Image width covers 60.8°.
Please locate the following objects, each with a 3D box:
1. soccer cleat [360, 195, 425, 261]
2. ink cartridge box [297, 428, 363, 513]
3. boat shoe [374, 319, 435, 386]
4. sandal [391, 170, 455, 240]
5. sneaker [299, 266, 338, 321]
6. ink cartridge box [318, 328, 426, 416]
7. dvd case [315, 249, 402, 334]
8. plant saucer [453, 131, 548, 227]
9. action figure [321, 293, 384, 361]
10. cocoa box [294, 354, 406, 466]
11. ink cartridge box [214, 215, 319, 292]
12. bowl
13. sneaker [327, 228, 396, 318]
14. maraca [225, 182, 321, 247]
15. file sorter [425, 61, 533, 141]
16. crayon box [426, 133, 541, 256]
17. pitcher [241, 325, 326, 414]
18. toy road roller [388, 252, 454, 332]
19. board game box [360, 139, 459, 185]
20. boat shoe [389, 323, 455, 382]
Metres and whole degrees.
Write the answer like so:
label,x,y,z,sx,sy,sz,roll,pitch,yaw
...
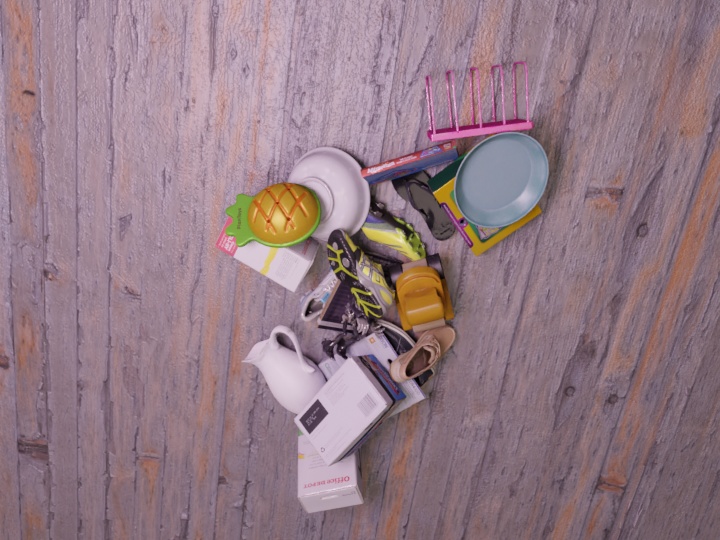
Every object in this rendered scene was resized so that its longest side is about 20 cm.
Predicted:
label,x,y,z,sx,sy,sz,roll,pitch,yaw
soccer cleat,0.061,-0.082,1.362,0.199,0.065,0.084,39,129,-12
ink cartridge box,-0.072,0.452,1.459,0.141,0.203,0.089,-13,131,6
boat shoe,0.096,0.193,1.433,0.201,0.074,0.063,48,65,-15
sandal,0.141,-0.152,1.335,0.076,0.043,0.201,-39,103,15
sneaker,-0.065,0.045,1.389,0.075,0.087,0.201,40,104,-8
ink cartridge box,0.029,0.254,1.450,0.198,0.043,0.199,-32,97,24
dvd case,-0.002,0.052,1.383,0.146,0.016,0.203,12,112,-41
plant saucer,0.275,-0.183,1.220,0.194,0.036,0.205,-5,122,-8
action figure,0.003,0.109,1.344,0.118,0.102,0.202,19,110,-52
cocoa box,-0.021,0.303,1.351,0.201,0.131,0.134,-48,69,14
ink cartridge box,-0.197,-0.056,1.329,0.197,0.146,0.085,30,108,-7
bowl,-0.083,-0.153,1.291,0.196,0.090,0.207,6,106,20
sneaker,0.000,0.000,1.282,0.075,0.076,0.203,-25,98,51
maraca,-0.174,-0.108,1.217,0.194,0.108,0.141,-6,65,4
file sorter,0.228,-0.338,1.221,0.194,0.139,0.129,-6,106,5
crayon box,0.262,-0.155,1.293,0.171,0.059,0.201,-34,123,11
pitcher,-0.158,0.230,1.428,0.200,0.122,0.171,44,132,-5
toy road roller,0.137,0.076,1.335,0.119,0.148,0.203,-14,129,7
board game box,0.103,-0.217,1.253,0.195,0.103,0.020,-16,84,12
boat shoe,0.154,0.188,1.387,0.198,0.064,0.072,-36,99,-29
